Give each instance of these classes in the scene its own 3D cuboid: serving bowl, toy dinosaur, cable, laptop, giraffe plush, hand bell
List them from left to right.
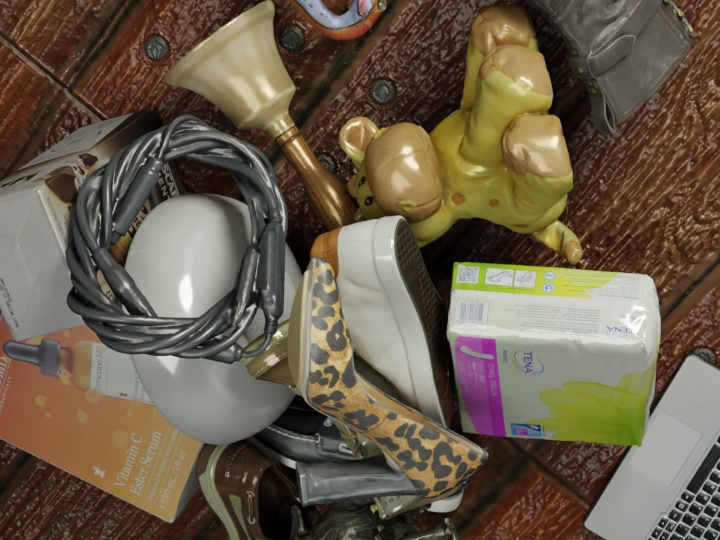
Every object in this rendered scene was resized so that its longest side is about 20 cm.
[{"bbox_3d":[-0.135,-0.024,1.324,0.162,0.201,0.051,-1,154,-1],"label":"cable"},{"bbox_3d":[-0.098,0.034,1.407,0.066,0.200,0.201,-11,108,34],"label":"serving bowl"},{"bbox_3d":[-0.065,-0.255,1.379,0.200,0.105,0.182,8,135,54],"label":"toy dinosaur"},{"bbox_3d":[-0.052,-0.098,1.386,0.104,0.104,0.200,-36,91,26],"label":"hand bell"},{"bbox_3d":[0.013,0.211,1.467,0.102,0.199,0.077,-22,71,43],"label":"toy dinosaur"},{"bbox_3d":[0.067,-0.080,1.329,0.161,0.173,0.200,-13,139,3],"label":"giraffe plush"},{"bbox_3d":[0.295,0.205,1.409,0.199,0.116,0.188,29,116,4],"label":"laptop"}]

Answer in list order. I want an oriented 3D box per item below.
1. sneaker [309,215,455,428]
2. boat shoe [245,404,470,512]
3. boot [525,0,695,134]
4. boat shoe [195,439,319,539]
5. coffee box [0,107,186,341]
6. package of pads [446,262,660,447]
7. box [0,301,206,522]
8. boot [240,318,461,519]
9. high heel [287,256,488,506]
[{"bbox_3d":[0.016,0.041,1.327,0.084,0.073,0.201,-5,128,19],"label":"sneaker"},{"bbox_3d":[-0.002,0.140,1.501,0.199,0.076,0.061,16,116,-3],"label":"boat shoe"},{"bbox_3d":[0.188,-0.222,1.288,0.174,0.069,0.200,44,76,-30],"label":"boot"},{"bbox_3d":[-0.070,0.219,1.508,0.075,0.075,0.203,13,149,34],"label":"boat shoe"},{"bbox_3d":[-0.218,-0.041,1.419,0.079,0.200,0.114,-13,108,24],"label":"coffee box"},{"bbox_3d":[0.150,0.068,1.364,0.154,0.069,0.200,3,153,10],"label":"package of pads"},{"bbox_3d":[-0.207,0.091,1.521,0.199,0.106,0.153,24,116,6],"label":"box"},{"bbox_3d":[-0.002,0.112,1.368,0.072,0.200,0.155,-31,71,27],"label":"boot"},{"bbox_3d":[0.022,0.075,1.280,0.142,0.071,0.201,-6,117,-9],"label":"high heel"}]
